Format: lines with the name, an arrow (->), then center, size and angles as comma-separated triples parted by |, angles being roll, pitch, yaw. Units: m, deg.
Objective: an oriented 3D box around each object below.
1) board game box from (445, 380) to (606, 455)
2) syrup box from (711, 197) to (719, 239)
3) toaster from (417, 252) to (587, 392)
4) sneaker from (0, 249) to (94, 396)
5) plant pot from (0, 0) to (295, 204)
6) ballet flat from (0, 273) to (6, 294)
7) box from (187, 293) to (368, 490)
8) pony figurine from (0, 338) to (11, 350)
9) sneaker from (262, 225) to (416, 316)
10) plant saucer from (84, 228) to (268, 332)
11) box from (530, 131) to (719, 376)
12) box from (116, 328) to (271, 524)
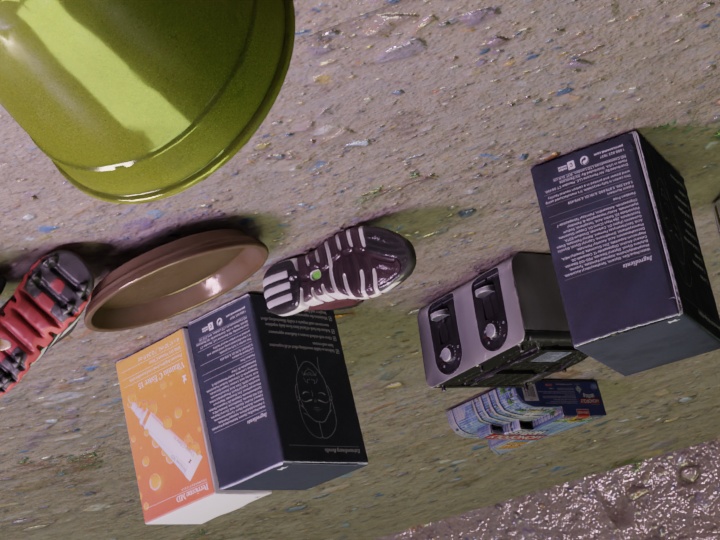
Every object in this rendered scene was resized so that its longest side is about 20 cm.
board game box -> 0.240, 0.230, 2.814 | 0.199, 0.062, 0.200 | 3, 155, -42
syrup box -> 0.465, -0.078, 2.008 | 0.078, 0.082, 0.200 | -8, 160, -12
toaster -> 0.194, 0.067, 2.189 | 0.199, 0.119, 0.181 | 3, 157, -40
sneaker -> -0.336, 0.064, 1.786 | 0.200, 0.071, 0.098 | -46, 179, -2
plant pot -> -0.173, -0.172, 1.124 | 0.199, 0.201, 0.193 | -20, 149, 20
ballet flat -> -0.430, 0.060, 1.800 | 0.199, 0.069, 0.068 | -21, 161, 22
box -> -0.094, 0.142, 2.075 | 0.107, 0.201, 0.148 | -26, 158, 35
pony figurine -> -0.446, 0.052, 1.670 | 0.199, 0.168, 0.193 | 2, 170, 27
sneaker -> 0.000, 0.000, 1.945 | 0.199, 0.076, 0.115 | -13, 171, 37
plant saucer -> -0.188, 0.008, 1.832 | 0.199, 0.030, 0.200 | -23, 168, -5
box -> 0.280, -0.012, 1.884 | 0.123, 0.198, 0.200 | -20, 161, 19
box -> -0.197, 0.184, 2.129 | 0.124, 0.201, 0.097 | -27, 158, 36
